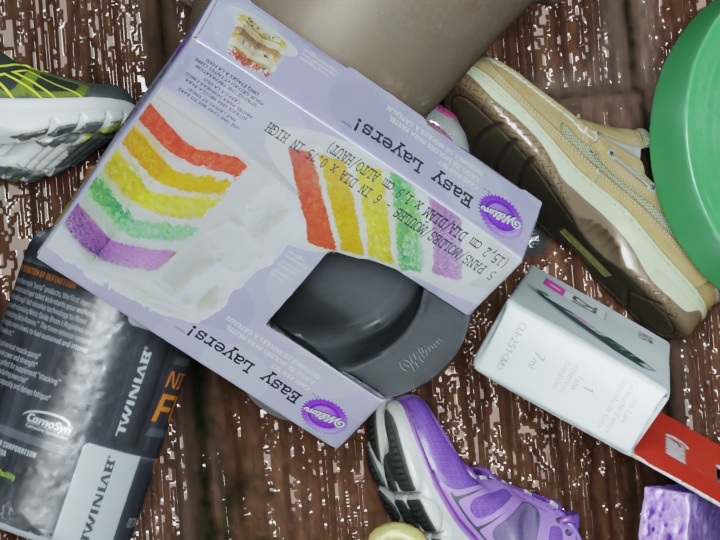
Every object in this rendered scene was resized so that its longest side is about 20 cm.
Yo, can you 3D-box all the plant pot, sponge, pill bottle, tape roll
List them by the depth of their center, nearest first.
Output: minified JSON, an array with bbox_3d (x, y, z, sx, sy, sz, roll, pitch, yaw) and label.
[{"bbox_3d":[-0.003,-0.146,1.176,0.200,0.200,0.175,29,93,-2],"label":"plant pot"},{"bbox_3d":[0.180,0.168,1.214,0.030,0.200,0.112,8,90,23],"label":"sponge"},{"bbox_3d":[-0.146,0.046,1.243,0.106,0.106,0.200,19,89,-2],"label":"pill bottle"},{"bbox_3d":[0.260,-0.070,1.262,0.200,0.048,0.201,2,85,-18],"label":"tape roll"}]

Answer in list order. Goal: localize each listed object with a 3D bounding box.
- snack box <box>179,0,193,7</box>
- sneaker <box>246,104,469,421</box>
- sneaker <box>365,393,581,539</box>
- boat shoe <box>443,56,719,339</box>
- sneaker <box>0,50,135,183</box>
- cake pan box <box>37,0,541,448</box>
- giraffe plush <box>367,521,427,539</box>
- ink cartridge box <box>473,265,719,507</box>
[{"bbox_3d":[-0.025,-0.176,1.286,0.200,0.037,0.116,29,86,-2],"label":"snack box"},{"bbox_3d":[0.000,0.000,1.250,0.081,0.088,0.200,27,96,-2],"label":"sneaker"},{"bbox_3d":[0.077,0.145,1.280,0.083,0.081,0.200,-40,101,-16],"label":"sneaker"},{"bbox_3d":[0.133,-0.054,1.283,0.200,0.072,0.076,46,74,-13],"label":"boat shoe"},{"bbox_3d":[-0.201,-0.098,1.217,0.074,0.200,0.085,-32,73,36],"label":"sneaker"},{"bbox_3d":[-0.035,-0.018,1.131,0.200,0.184,0.052,34,44,-11],"label":"cake pan box"},{"bbox_3d":[0.020,0.228,1.168,0.162,0.200,0.173,41,45,-12],"label":"giraffe plush"},{"bbox_3d":[0.150,0.065,1.200,0.173,0.200,0.044,29,98,4],"label":"ink cartridge box"}]
